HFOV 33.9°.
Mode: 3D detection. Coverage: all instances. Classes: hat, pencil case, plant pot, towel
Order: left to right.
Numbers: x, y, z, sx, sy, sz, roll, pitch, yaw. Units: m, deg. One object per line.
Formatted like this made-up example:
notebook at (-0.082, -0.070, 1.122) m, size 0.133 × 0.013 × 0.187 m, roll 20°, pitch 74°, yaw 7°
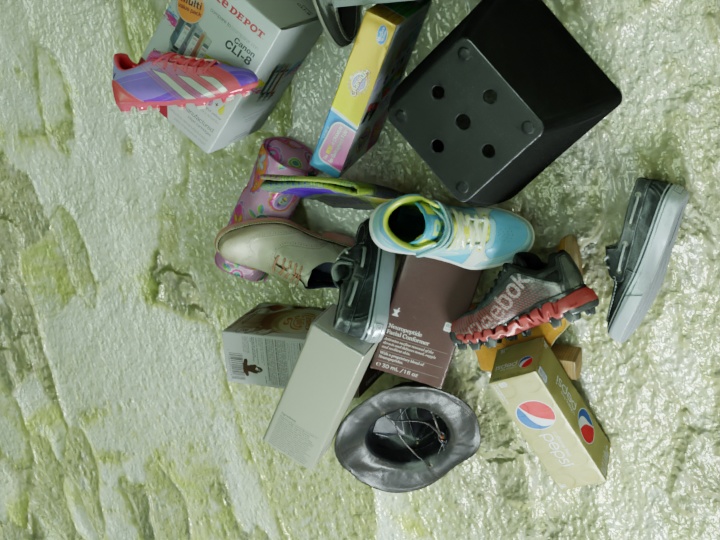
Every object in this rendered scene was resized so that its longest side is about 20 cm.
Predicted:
pencil case at (-0.126, -0.078, 1.575) m, size 0.087 × 0.087 × 0.201 m, roll 32°, pitch 120°, yaw 11°
towel at (-0.021, -0.094, 1.459) m, size 0.142 × 0.200 × 0.023 m, roll 6°, pitch 89°, yaw 23°
hat at (0.059, 0.202, 1.579) m, size 0.199 × 0.081 × 0.202 m, roll -2°, pitch 129°, yaw -2°
plant pot at (0.146, -0.188, 1.345) m, size 0.200 × 0.177 × 0.199 m, roll 49°, pitch 122°, yaw 1°

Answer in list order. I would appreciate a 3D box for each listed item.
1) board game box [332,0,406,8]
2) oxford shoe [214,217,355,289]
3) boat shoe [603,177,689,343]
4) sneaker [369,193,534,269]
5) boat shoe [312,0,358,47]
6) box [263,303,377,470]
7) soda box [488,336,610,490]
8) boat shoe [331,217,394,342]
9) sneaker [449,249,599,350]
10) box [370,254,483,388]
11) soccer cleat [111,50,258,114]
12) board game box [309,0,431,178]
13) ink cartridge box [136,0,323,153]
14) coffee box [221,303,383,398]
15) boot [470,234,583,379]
board game box at (0.083, -0.348, 1.333) m, size 0.198 × 0.148 × 0.065 m, roll 1°, pitch 112°, yaw 26°
oxford shoe at (-0.089, -0.017, 1.528) m, size 0.198 × 0.074 × 0.071 m, roll 6°, pitch 128°, yaw -14°
boat shoe at (0.324, -0.015, 1.395) m, size 0.071 × 0.072 × 0.201 m, roll 25°, pitch 108°, yaw 25°
sneaker at (0.110, -0.043, 1.363) m, size 0.198 × 0.131 × 0.080 m, roll 3°, pitch 89°, yaw -2°
boat shoe at (-0.027, -0.372, 1.424) m, size 0.057 × 0.067 × 0.202 m, roll -4°, pitch 104°, yaw 32°
box at (-0.050, 0.149, 1.500) m, size 0.082 × 0.068 × 0.201 m, roll 31°, pitch 121°, yaw 10°
soda box at (0.238, 0.181, 1.470) m, size 0.067 × 0.064 × 0.201 m, roll -18°, pitch 120°, yaw 31°
boat shoe at (0.000, 0.000, 1.467) m, size 0.070 × 0.201 × 0.072 m, roll 16°, pitch 130°, yaw -13°
sneaker at (0.183, 0.033, 1.403) m, size 0.200 × 0.071 × 0.099 m, roll -23°, pitch 84°, yaw 37°
box at (0.088, 0.038, 1.493) m, size 0.099 × 0.075 × 0.202 m, roll 16°, pitch 108°, yaw -1°
soccer cleat at (-0.213, -0.230, 1.402) m, size 0.198 × 0.067 × 0.077 m, roll -2°, pitch 104°, yaw 29°
board game box at (0.013, -0.225, 1.408) m, size 0.040 × 0.153 × 0.201 m, roll 26°, pitch 118°, yaw 7°
ink cartridge box at (-0.163, -0.280, 1.479) m, size 0.145 × 0.145 × 0.200 m, roll 41°, pitch 120°, yaw 7°
coffee box at (-0.072, 0.106, 1.600) m, size 0.198 × 0.114 × 0.080 m, roll 4°, pitch 111°, yaw 23°
boot at (0.202, 0.046, 1.469) m, size 0.143 × 0.071 × 0.203 m, roll 7°, pitch 116°, yaw 23°
